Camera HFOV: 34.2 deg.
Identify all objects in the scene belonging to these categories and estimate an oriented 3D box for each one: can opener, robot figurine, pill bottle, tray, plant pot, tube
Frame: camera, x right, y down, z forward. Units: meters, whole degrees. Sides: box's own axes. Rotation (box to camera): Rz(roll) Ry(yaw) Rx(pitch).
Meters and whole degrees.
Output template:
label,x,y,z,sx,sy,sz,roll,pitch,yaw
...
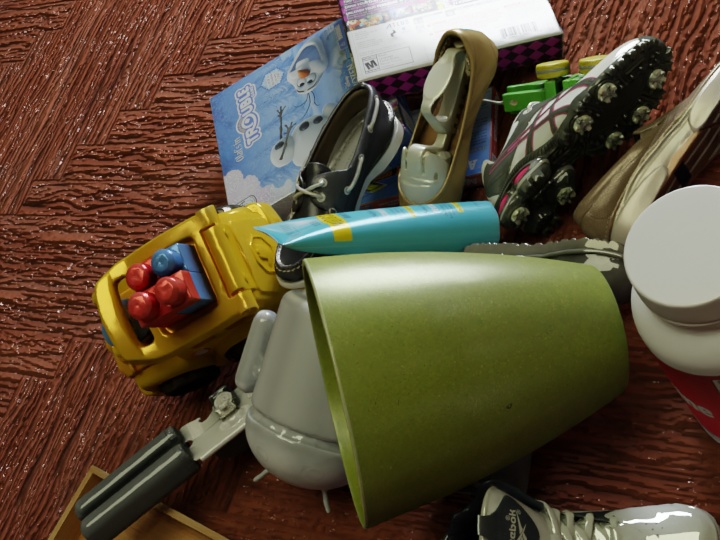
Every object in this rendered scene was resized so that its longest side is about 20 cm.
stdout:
label,x,y,z,sx,sy,sz,roll,pitch,yaw
can opener,-0.157,0.170,1.024,0.199,0.067,0.053,-35,35,-5
robot figurine,-0.027,0.092,0.956,0.169,0.113,0.201,21,96,29
pill bottle,0.244,0.034,0.766,0.112,0.200,0.113,-18,51,24
tray,-0.195,0.254,1.036,0.199,0.037,0.099,16,70,40
plant pot,0.076,0.062,0.813,0.198,0.188,0.188,-13,49,-5
tube,0.016,-0.030,0.974,0.077,0.198,0.051,-163,71,-70

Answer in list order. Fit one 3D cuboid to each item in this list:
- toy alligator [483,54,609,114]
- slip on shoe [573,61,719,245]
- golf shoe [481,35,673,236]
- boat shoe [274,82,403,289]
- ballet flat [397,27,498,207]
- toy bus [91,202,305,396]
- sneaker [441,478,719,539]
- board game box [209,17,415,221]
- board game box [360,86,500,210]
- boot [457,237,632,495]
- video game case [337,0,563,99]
label,x,y,z,sx,sy,sz,roll,pitch,yaw
toy alligator,0.175,-0.158,1.053,0.199,0.060,0.054,-1,16,36
slip on shoe,0.249,-0.102,0.946,0.060,0.076,0.201,33,89,32
golf shoe,0.172,-0.126,0.982,0.200,0.077,0.088,-49,44,20
boat shoe,-0.026,-0.077,1.033,0.074,0.060,0.201,13,62,39
ballet flat,0.066,-0.121,1.049,0.068,0.063,0.202,17,92,36
toy bus,-0.167,0.030,1.041,0.199,0.192,0.136,-29,80,18
sneaker,0.133,0.187,0.788,0.198,0.130,0.080,-14,55,27
board game box,-0.052,-0.148,1.181,0.198,0.043,0.201,-30,47,15
board game box,0.040,-0.108,1.132,0.199,0.019,0.104,-13,52,28
boot,0.133,0.078,0.906,0.181,0.073,0.201,-4,57,33
video game case,0.080,-0.255,1.149,0.198,0.036,0.182,-14,51,1
